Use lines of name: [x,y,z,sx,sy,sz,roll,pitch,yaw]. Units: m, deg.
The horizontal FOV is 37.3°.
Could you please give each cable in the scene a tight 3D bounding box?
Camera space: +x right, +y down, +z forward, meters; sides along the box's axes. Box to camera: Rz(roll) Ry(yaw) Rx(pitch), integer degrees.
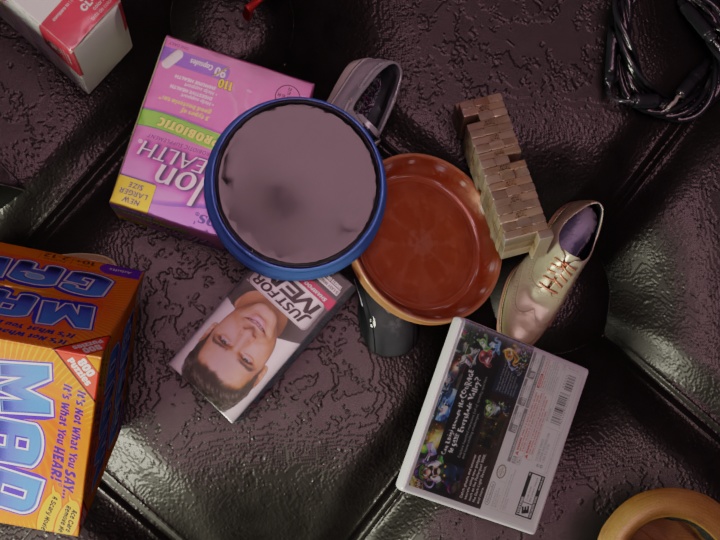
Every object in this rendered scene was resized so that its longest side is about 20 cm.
cable: [0.380,-0.286,1.306,0.162,0.051,0.202,7,81,-5]

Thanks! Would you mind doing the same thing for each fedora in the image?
fedora: [0.343,0.339,1.203,0.199,0.082,0.203,1,86,-10]

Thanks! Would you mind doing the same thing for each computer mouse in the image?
computer mouse: [0.000,0.000,1.230,0.139,0.046,0.202,-2,83,-7]

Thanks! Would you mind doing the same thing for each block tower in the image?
block tower: [0.161,-0.110,1.232,0.057,0.054,0.201,-15,68,-7]

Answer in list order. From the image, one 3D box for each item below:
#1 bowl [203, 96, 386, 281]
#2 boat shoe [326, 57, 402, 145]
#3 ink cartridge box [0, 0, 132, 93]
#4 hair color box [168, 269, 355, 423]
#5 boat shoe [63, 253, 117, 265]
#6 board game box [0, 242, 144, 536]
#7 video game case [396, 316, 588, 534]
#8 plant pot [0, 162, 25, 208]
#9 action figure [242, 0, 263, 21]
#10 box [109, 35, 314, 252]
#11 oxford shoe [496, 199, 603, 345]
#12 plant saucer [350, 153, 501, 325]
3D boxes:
bowl: [-0.068,-0.090,1.143,0.199,0.039,0.203,1,83,-8]
boat shoe: [-0.010,-0.162,1.217,0.070,0.071,0.202,40,65,-37]
ink cartridge box: [-0.357,-0.308,1.184,0.200,0.148,0.086,42,80,0]
hair color box: [-0.107,0.061,1.187,0.099,0.061,0.200,41,89,6]
boat shoe: [-0.367,0.019,1.180,0.198,0.065,0.073,-7,83,-7]
board game box: [-0.344,0.108,1.067,0.198,0.200,0.201,11,112,-4]
video game case: [0.151,0.176,1.205,0.181,0.023,0.201,22,84,-20]
plant pot: [-0.515,-0.101,1.126,0.177,0.200,0.200,-44,89,1]
action figure: [-0.074,-0.377,1.273,0.200,0.052,0.066,-39,93,-14]
box: [-0.165,-0.134,1.206,0.175,0.097,0.202,18,82,-3]
oxford shoe: [0.219,0.001,1.239,0.070,0.074,0.201,27,81,-2]
plant saucer: [0.071,-0.035,1.223,0.199,0.032,0.202,8,71,-23]
